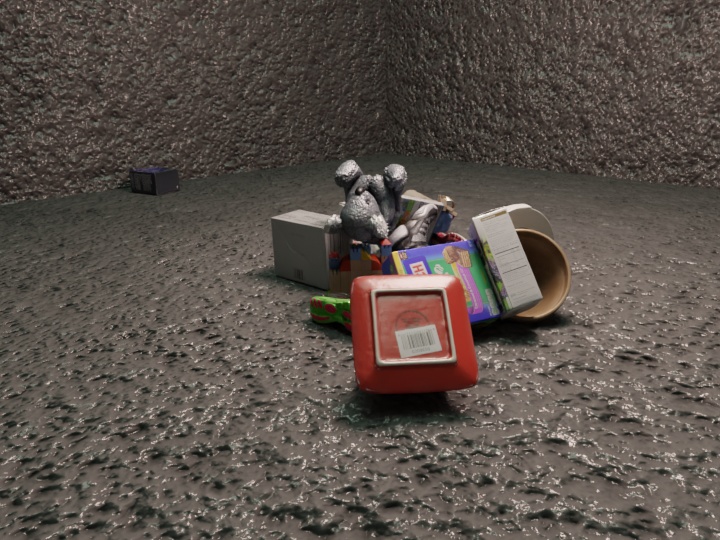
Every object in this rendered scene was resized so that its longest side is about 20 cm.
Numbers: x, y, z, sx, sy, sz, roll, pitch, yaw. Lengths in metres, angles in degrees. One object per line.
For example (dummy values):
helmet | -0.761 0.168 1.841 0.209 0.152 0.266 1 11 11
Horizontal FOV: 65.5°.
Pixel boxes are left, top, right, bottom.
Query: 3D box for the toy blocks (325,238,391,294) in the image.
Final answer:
toy blocks | 0.000 0.000 1.302 0.193 0.141 0.100 -2 18 -3

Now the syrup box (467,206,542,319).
syrup box | 0.290 -0.016 1.140 0.079 0.205 0.079 -18 -16 -2

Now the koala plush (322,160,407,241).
koala plush | 0.011 -0.132 1.292 0.171 0.189 0.201 6 29 13

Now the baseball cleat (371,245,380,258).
baseball cleat | 0.051 -0.061 1.563 0.104 0.071 0.201 -29 23 14

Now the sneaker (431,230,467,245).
sneaker | 0.271 -0.079 1.615 0.072 0.083 0.199 -7 18 -23

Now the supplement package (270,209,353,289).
supplement package | -0.124 -0.058 1.450 0.196 0.161 0.109 14 24 38

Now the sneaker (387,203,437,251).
sneaker | 0.150 -0.077 1.379 0.199 0.114 0.076 -39 -6 -36

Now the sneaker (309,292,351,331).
sneaker | -0.019 0.080 1.164 0.196 0.079 0.083 15 28 37

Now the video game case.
video game case | 0.109 -0.124 1.455 0.194 0.146 0.018 6 32 -26

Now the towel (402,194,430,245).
towel | 0.146 -0.131 1.626 0.144 0.022 0.204 29 43 -22

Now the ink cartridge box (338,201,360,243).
ink cartridge box | 0.035 -0.140 1.702 0.194 0.152 0.082 -9 17 -24

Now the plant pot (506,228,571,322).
plant pot | 0.349 0.022 1.220 0.194 0.207 0.093 1 -21 7

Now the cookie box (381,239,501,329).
cookie box | 0.159 0.041 1.121 0.194 0.176 0.075 -9 -21 -21

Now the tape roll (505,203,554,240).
tape roll | 0.368 -0.053 1.332 0.196 0.210 0.037 -6 18 -14

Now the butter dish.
butter dish | 0.079 0.124 0.937 0.193 0.149 0.205 -1 58 -5

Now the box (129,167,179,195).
box | -1.002 -0.438 2.728 0.195 0.108 0.147 9 20 28

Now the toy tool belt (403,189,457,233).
toy tool belt | 0.206 -0.152 1.570 0.194 0.129 0.123 4 18 -29

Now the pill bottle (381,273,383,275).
pill bottle | 0.149 0.033 1.234 0.193 0.115 0.111 -4 18 -9
